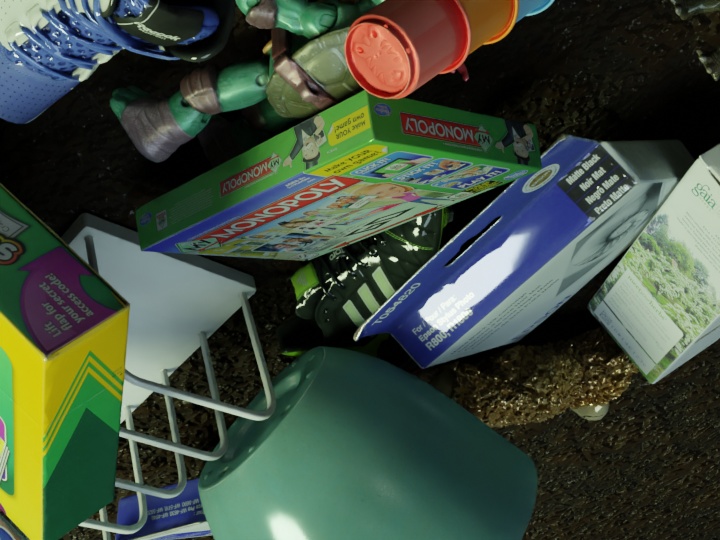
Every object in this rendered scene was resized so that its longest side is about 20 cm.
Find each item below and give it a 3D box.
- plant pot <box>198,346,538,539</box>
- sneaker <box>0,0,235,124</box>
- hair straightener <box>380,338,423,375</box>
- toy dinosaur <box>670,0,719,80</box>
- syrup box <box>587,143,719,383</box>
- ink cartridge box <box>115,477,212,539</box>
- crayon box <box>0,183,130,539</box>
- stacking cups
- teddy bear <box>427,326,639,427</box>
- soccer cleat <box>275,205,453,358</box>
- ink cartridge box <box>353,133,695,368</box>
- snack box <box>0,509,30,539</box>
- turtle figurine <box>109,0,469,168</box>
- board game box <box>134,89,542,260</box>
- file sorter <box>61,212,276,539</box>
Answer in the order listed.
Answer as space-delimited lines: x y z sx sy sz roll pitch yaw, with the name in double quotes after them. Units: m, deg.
-0.010 0.149 0.824 0.161 0.201 0.201 42 117 -11 "plant pot"
-0.122 -0.131 0.577 0.199 0.115 0.080 -41 136 25 "sneaker"
0.000 0.087 0.937 0.200 0.041 0.077 -28 151 10 "hair straightener"
0.253 -0.157 0.735 0.102 0.077 0.200 -34 137 28 "toy dinosaur"
0.241 -0.010 0.852 0.081 0.079 0.200 -28 160 -27 "syrup box"
-0.108 0.181 0.946 0.099 0.039 0.200 -18 166 23 "ink cartridge box"
-0.211 0.026 0.662 0.058 0.200 0.173 -34 153 -38 "crayon box"
0.069 -0.139 0.601 0.200 0.060 0.061 -44 158 -38 "stacking cups"
0.124 0.097 0.958 0.200 0.067 0.145 -5 161 -36 "teddy bear"
0.000 0.000 0.824 0.081 0.068 0.200 2 139 -23 "soccer cleat"
0.118 -0.010 0.817 0.200 0.041 0.200 -44 160 28 "ink cartridge box"
-0.237 0.127 0.718 0.024 0.200 0.072 -45 -177 -15 "snack box"
-0.028 -0.123 0.647 0.200 0.101 0.150 -34 140 26 "turtle figurine"
-0.016 -0.047 0.705 0.134 0.029 0.200 2 164 -44 "board game box"
-0.172 0.089 0.810 0.139 0.125 0.200 23 126 -39 "file sorter"
